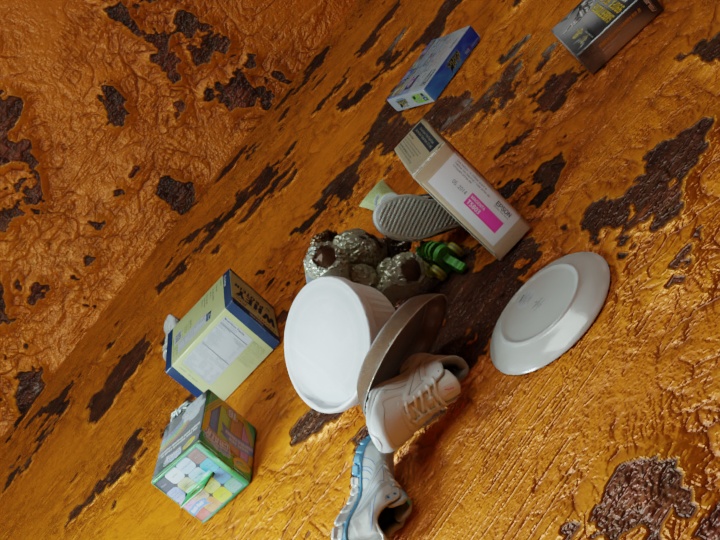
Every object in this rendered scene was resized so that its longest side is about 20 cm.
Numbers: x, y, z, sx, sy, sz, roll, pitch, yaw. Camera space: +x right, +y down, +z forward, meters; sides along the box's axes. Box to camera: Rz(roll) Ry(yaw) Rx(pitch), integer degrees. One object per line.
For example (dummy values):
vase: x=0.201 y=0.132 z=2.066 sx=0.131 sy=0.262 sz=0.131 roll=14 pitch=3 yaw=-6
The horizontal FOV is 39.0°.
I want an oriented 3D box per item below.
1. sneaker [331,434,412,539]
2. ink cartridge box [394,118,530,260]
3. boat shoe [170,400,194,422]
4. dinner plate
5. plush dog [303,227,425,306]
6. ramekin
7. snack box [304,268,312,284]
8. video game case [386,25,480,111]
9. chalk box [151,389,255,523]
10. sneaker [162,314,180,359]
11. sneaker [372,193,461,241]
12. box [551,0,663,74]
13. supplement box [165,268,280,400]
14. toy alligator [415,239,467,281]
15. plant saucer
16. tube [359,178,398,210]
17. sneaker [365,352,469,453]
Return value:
sneaker: x=0.030 y=0.286 z=1.289 sx=0.086 sy=0.075 sz=0.201 roll=-16 pitch=34 yaw=26
ink cartridge box: x=0.154 y=-0.127 z=1.565 sx=0.075 sy=0.200 sz=0.165 roll=-45 pitch=21 yaw=8
boat shoe: x=-0.341 y=0.298 z=2.011 sx=0.074 sy=0.068 sz=0.200 roll=-45 pitch=20 yaw=8
dinner plate: x=0.240 y=0.049 z=1.330 sx=0.200 sy=0.024 sz=0.201 roll=-42 pitch=20 yaw=19
plush dog: x=0.000 y=0.000 z=1.679 sx=0.173 sy=0.196 sz=0.162 roll=-89 pitch=8 yaw=-49
ramekin: x=-0.021 y=0.111 z=1.538 sx=0.201 sy=0.093 sz=0.206 roll=-2 pitch=87 yaw=47
snack box: x=-0.025 y=0.017 z=1.827 sx=0.140 sy=0.054 sz=0.201 roll=-24 pitch=23 yaw=4
video game case: x=0.170 y=-0.471 z=2.381 sx=0.201 sy=0.045 sz=0.181 roll=-54 pitch=22 yaw=-15
chalk box: x=-0.264 y=0.327 z=1.724 sx=0.124 sy=0.124 sz=0.201 roll=-40 pitch=23 yaw=18
sneaker: x=-0.447 y=0.169 z=2.439 sx=0.100 sy=0.078 sz=0.199 roll=-56 pitch=20 yaw=-11
sneaker: x=0.102 y=-0.089 z=1.685 sx=0.197 sy=0.080 sz=0.079 roll=-6 pitch=1 yaw=-24
box: x=0.428 y=-0.441 z=1.789 sx=0.158 sy=0.048 sz=0.201 roll=-42 pitch=21 yaw=16
supplement box: x=-0.285 y=0.139 z=2.087 sx=0.200 sy=0.134 sz=0.200 roll=-45 pitch=20 yaw=8
toy alligator: x=0.116 y=-0.028 z=1.678 sx=0.059 sy=0.054 sz=0.200 roll=-50 pitch=20 yaw=-7
plant saucer: x=0.052 y=0.112 z=1.410 sx=0.201 sy=0.034 sz=0.201 roll=-50 pitch=-21 yaw=-27
tube: x=0.043 y=-0.146 z=2.064 sx=0.057 sy=0.053 sz=0.200 roll=-7 pitch=13 yaw=-11
sneaker: x=0.080 y=0.163 z=1.336 sx=0.098 sy=0.079 sz=0.200 roll=-18 pitch=19 yaw=38
